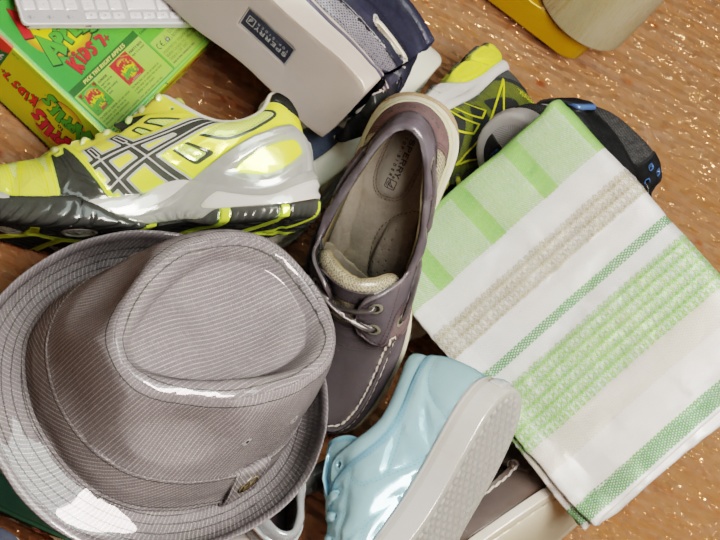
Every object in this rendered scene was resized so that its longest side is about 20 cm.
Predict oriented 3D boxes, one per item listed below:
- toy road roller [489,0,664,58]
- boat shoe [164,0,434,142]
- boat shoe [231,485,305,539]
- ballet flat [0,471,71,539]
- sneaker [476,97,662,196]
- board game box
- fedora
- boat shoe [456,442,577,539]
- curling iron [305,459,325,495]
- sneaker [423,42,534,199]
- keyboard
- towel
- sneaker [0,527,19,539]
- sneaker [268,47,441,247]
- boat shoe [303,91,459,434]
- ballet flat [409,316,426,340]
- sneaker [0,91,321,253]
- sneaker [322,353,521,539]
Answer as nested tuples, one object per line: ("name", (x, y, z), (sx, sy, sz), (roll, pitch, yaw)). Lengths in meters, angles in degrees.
("toy road roller", (0.127, -0.254, 1.546), (0.200, 0.123, 0.146), (38, 42, -7))
("boat shoe", (-0.046, -0.166, 1.359), (0.200, 0.075, 0.093), (48, 41, 1))
("boat shoe", (-0.066, 0.065, 1.299), (0.074, 0.065, 0.203), (7, 62, -28))
("ballet flat", (-0.195, 0.084, 1.224), (0.200, 0.076, 0.064), (33, 23, -17))
("sneaker", (0.157, -0.017, 1.396), (0.112, 0.073, 0.201), (-23, 85, -50))
("board game box", (-0.134, -0.156, 1.384), (0.102, 0.048, 0.200), (43, 52, -4))
("fedora", (-0.089, 0.045, 1.200), (0.199, 0.090, 0.177), (-13, 70, -37))
("boat shoe", (0.111, 0.117, 1.376), (0.200, 0.072, 0.060), (-30, 62, -31))
("curling iron", (0.035, 0.085, 1.368), (0.200, 0.026, 0.050), (-25, 121, -32))
("sneaker", (0.061, -0.068, 1.418), (0.085, 0.074, 0.200), (42, 42, 0))
("keyboard", (-0.111, -0.165, 1.366), (0.199, 0.011, 0.056), (-4, 68, -32))
("towel", (0.122, 0.024, 1.326), (0.149, 0.031, 0.200), (-40, 78, 4))
("sneaker", (-0.229, 0.195, 1.129), (0.146, 0.077, 0.203), (16, 57, -19))
("sneaker", (-0.034, -0.090, 1.399), (0.084, 0.075, 0.200), (38, 45, 2))
("boat shoe", (0.000, 0.000, 1.301), (0.072, 0.201, 0.065), (23, 15, 10))
("ballet flat", (0.043, -0.001, 1.398), (0.199, 0.072, 0.072), (-15, 74, -34))
("sneaker", (-0.123, -0.054, 1.293), (0.199, 0.075, 0.077), (-3, 79, -8))
("sneaker", (0.007, 0.135, 1.296), (0.082, 0.074, 0.200), (27, 75, 30))
